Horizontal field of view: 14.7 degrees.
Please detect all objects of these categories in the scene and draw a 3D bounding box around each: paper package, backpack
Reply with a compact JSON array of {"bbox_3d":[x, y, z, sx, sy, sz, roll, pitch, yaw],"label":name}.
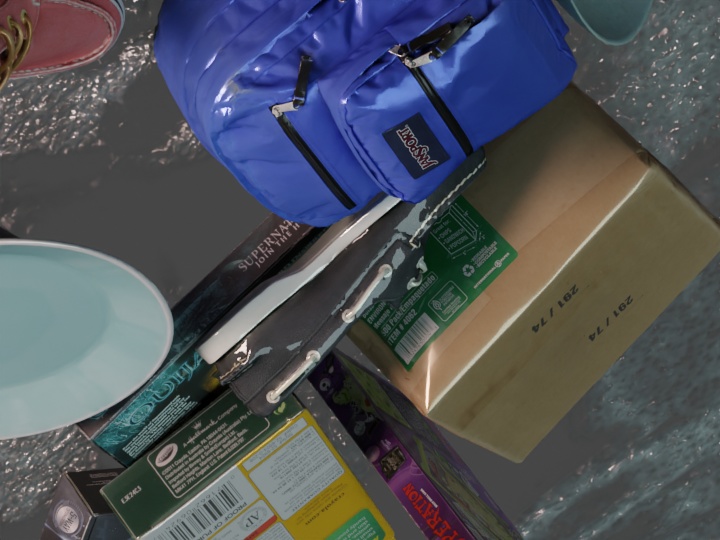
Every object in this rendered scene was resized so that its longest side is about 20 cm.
[{"bbox_3d":[0.101,-0.002,1.664,0.200,0.103,0.191,-47,155,5],"label":"paper package"},{"bbox_3d":[-0.003,-0.122,1.487,0.200,0.168,0.163,-35,134,3],"label":"backpack"}]

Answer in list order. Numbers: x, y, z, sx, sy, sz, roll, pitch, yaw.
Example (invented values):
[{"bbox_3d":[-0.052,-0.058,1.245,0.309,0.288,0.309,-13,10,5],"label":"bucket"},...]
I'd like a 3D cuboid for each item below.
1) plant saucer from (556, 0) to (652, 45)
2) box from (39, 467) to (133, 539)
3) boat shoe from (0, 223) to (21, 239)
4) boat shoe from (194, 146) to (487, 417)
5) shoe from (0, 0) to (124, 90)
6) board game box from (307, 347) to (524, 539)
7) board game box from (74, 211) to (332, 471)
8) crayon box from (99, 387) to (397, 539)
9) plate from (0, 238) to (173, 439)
[{"bbox_3d":[0.115,-0.221,1.516,0.039,0.201,0.201,-5,147,26],"label":"plant saucer"},{"bbox_3d":[-0.117,0.195,1.767,0.200,0.044,0.160,-1,126,-37],"label":"box"},{"bbox_3d":[-0.184,0.023,1.553,0.072,0.061,0.201,-46,139,7],"label":"boat shoe"},{"bbox_3d":[0.000,0.000,1.557,0.200,0.076,0.060,-40,97,3],"label":"boat shoe"},{"bbox_3d":[-0.195,-0.111,1.405,0.200,0.091,0.072,0,125,-37],"label":"shoe"},{"bbox_3d":[0.046,0.132,1.715,0.032,0.200,0.120,-48,138,11],"label":"board game box"},{"bbox_3d":[-0.073,0.040,1.643,0.200,0.028,0.135,-44,156,-2],"label":"board game box"},{"bbox_3d":[-0.061,0.154,1.694,0.126,0.052,0.200,-38,142,-5],"label":"crayon box"},{"bbox_3d":[-0.200,0.032,1.487,0.200,0.026,0.200,-8,148,-5],"label":"plate"}]
